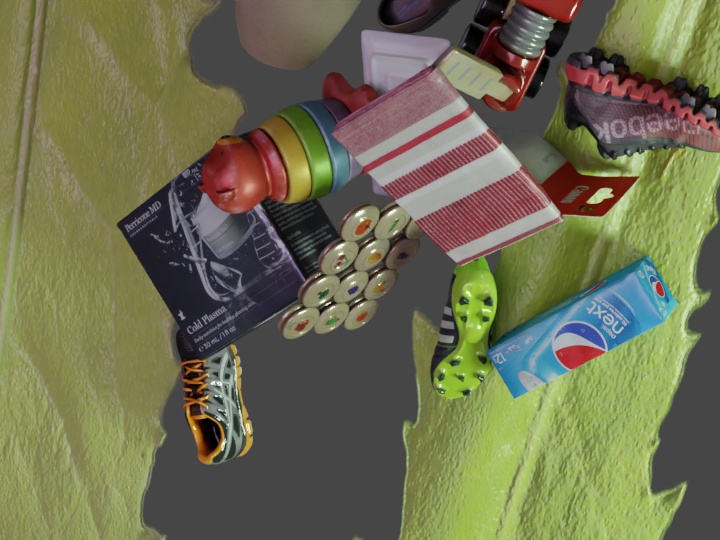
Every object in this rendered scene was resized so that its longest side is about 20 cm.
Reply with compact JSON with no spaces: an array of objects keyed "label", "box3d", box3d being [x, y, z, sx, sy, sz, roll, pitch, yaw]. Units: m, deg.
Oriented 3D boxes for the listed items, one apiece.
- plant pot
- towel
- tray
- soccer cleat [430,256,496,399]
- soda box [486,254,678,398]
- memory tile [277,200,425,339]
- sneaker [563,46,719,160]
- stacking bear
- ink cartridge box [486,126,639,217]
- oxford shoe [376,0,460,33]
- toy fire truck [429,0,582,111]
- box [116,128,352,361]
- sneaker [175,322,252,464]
[{"label":"plant pot","box3d":[-0.066,-0.324,1.360,0.186,0.187,0.201,34,132,13]},{"label":"towel","box3d":[0.084,-0.097,1.222,0.143,0.023,0.200,-24,119,43]},{"label":"tray","box3d":[0.051,-0.162,1.403,0.106,0.022,0.202,10,125,23]},{"label":"soccer cleat","box3d":[0.120,0.065,1.447,0.067,0.082,0.201,5,133,-4]},{"label":"soda box","box3d":[0.238,0.063,1.380,0.199,0.068,0.065,-33,90,31]},{"label":"memory tile","box3d":[0.000,0.000,1.437,0.017,0.152,0.201,50,125,28]},{"label":"sneaker","box3d":[0.291,-0.149,1.281,0.199,0.071,0.099,24,116,21]},{"label":"stacking bear","box3d":[-0.081,-0.126,1.392,0.121,0.198,0.115,32,140,55]},{"label":"ink cartridge box","box3d":[0.173,-0.104,1.305,0.198,0.160,0.048,7,111,25]},{"label":"oxford shoe","box3d":[0.093,-0.315,1.322,0.073,0.084,0.200,50,120,6]},{"label":"toy fire truck","box3d":[0.146,-0.235,1.234,0.127,0.201,0.177,24,118,-5]},{"label":"box","box3d":[-0.148,-0.033,1.518,0.199,0.124,0.198,-33,88,31]},{"label":"sneaker","box3d":[-0.196,0.155,1.630,0.078,0.077,0.202,-14,99,31]}]
